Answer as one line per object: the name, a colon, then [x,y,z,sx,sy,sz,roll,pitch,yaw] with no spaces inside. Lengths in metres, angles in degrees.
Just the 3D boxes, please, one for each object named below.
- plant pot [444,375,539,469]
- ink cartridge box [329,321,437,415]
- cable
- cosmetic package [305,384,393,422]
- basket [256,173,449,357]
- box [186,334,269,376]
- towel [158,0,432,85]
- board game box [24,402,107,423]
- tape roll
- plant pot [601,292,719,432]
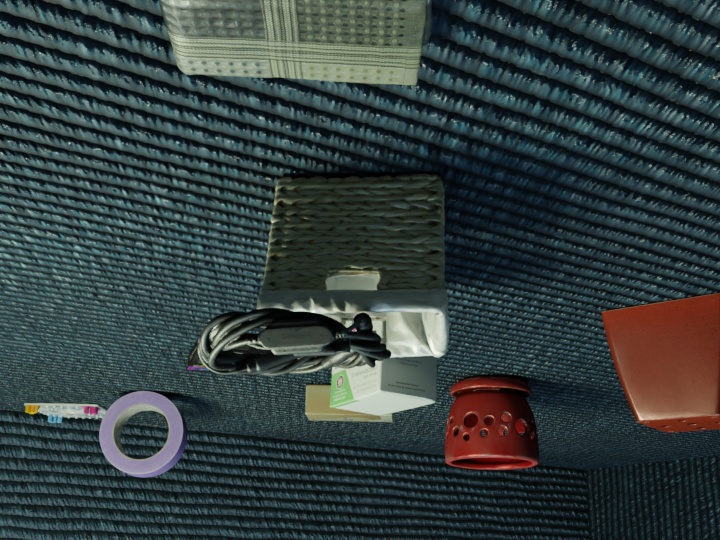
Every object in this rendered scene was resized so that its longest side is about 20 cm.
plant pot: [0.282,0.328,1.947,0.200,0.183,0.200,1,162,0]
ink cartridge box: [0.031,0.079,1.191,0.087,0.200,0.145,14,159,-25]
cable: [-0.072,0.077,0.941,0.200,0.051,0.163,-7,164,15]
cosmetic package: [-0.024,0.307,2.087,0.200,0.071,0.105,0,162,4]
basket: [0.000,0.000,1.013,0.198,0.161,0.200,0,162,5]
box: [-0.250,0.165,1.732,0.143,0.036,0.200,8,159,-16]
towel: [-0.045,-0.196,0.643,0.200,0.035,0.193,4,159,0]
board game box: [-0.792,0.395,2.484,0.200,0.026,0.200,1,161,3]
tape roll: [-0.526,0.399,2.198,0.200,0.200,0.085,2,162,-2]
plant pot: [0.516,0.157,1.424,0.200,0.177,0.200,-12,158,37]
